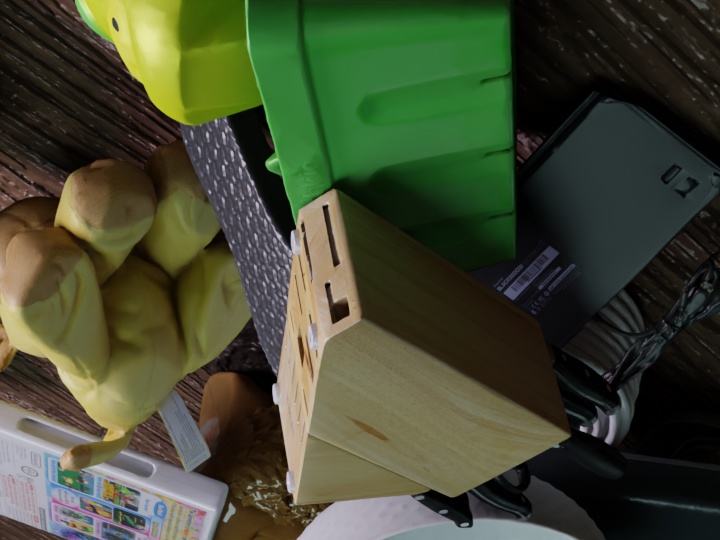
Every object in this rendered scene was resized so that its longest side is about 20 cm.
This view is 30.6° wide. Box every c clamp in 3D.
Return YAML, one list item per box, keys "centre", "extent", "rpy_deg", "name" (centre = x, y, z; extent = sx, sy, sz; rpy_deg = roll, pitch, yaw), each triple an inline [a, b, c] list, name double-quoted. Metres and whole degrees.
- centre: [0.254, 0.151, 0.862]
  extent: [0.170, 0.027, 0.200]
  rpy_deg: [23, 154, 13]
  name: "c clamp"

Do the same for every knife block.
- centre: [0.053, 0.046, 0.580]
  extent: [0.175, 0.064, 0.200]
  rpy_deg: [-5, 144, -12]
  name: "knife block"

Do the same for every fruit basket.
- centre: [-0.034, -0.091, 0.554]
  extent: [0.215, 0.156, 0.216]
  rpy_deg: [3, 148, 2]
  name: "fruit basket"

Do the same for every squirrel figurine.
- centre: [-0.031, 0.167, 0.993]
  extent: [0.186, 0.142, 0.200]
  rpy_deg: [28, 155, -20]
  name: "squirrel figurine"

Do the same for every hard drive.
- centre: [0.124, 0.145, 0.802]
  extent: [0.199, 0.033, 0.140]
  rpy_deg: [7, 151, 8]
  name: "hard drive"

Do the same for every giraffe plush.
- centre: [-0.166, 0.011, 0.805]
  extent: [0.162, 0.172, 0.201]
  rpy_deg: [25, 127, 43]
  name: "giraffe plush"

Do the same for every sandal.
- centre: [-0.034, -0.014, 0.688]
  extent: [0.075, 0.048, 0.201]
  rpy_deg: [-30, 80, 58]
  name: "sandal"

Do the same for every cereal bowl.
- centre: [0.045, 0.180, 0.737]
  extent: [0.199, 0.083, 0.201]
  rpy_deg: [-5, 126, -6]
  name: "cereal bowl"

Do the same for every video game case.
- centre: [-0.185, 0.152, 0.891]
  extent: [0.182, 0.024, 0.200]
  rpy_deg: [20, 151, -1]
  name: "video game case"

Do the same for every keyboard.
- centre: [0.103, 0.011, 0.643]
  extent: [0.127, 0.021, 0.200]
  rpy_deg: [36, 121, -10]
  name: "keyboard"

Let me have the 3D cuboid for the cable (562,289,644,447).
- centre: [0.063, 0.052, 0.763]
  extent: [0.199, 0.069, 0.200]
  rpy_deg: [14, 151, 0]
  name: "cable"

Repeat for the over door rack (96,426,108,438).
- centre: [-0.234, 0.056, 0.938]
  extent: [0.199, 0.148, 0.067]
  rpy_deg: [8, 149, 27]
  name: "over door rack"
